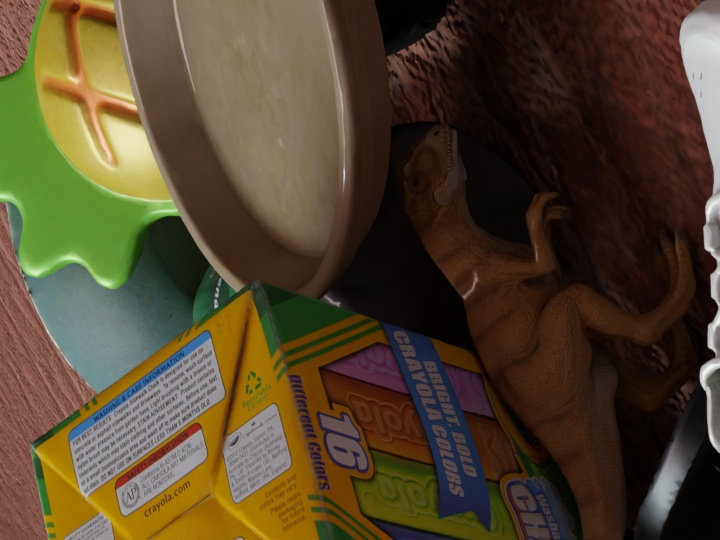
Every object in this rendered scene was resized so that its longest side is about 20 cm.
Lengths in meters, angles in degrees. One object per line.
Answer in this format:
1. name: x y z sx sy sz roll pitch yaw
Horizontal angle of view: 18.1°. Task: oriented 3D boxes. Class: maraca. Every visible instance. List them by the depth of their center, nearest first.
1. maraca: -0.089 -0.083 0.974 0.137 0.200 0.107 50 -168 16

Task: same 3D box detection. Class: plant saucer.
1. plant saucer: -0.042 -0.084 0.831 0.200 0.029 0.200 42 140 49
2. plant saucer: -0.081 -0.022 1.071 0.039 0.201 0.201 -17 102 36

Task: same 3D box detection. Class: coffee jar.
1. coffee jar: 0.000 0.000 0.954 0.085 0.104 0.200 36 164 -12

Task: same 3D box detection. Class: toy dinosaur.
1. toy dinosaur: 0.075 0.040 0.809 0.060 0.106 0.200 106 142 -67

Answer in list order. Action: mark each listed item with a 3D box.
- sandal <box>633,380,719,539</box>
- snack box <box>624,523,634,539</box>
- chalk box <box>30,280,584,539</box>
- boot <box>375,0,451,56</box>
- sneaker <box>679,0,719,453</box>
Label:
1. sandal: 0.136 0.098 0.820 0.048 0.075 0.201 23 152 22
2. snack box: 0.037 0.104 0.944 0.200 0.037 0.116 25 161 17
3. chalk box: 0.004 0.104 0.809 0.125 0.200 0.124 -36 55 28
4. boot: -0.025 -0.189 0.849 0.200 0.072 0.182 67 160 8
5. sneaker: 0.136 0.014 0.656 0.200 0.087 0.074 66 163 -6
